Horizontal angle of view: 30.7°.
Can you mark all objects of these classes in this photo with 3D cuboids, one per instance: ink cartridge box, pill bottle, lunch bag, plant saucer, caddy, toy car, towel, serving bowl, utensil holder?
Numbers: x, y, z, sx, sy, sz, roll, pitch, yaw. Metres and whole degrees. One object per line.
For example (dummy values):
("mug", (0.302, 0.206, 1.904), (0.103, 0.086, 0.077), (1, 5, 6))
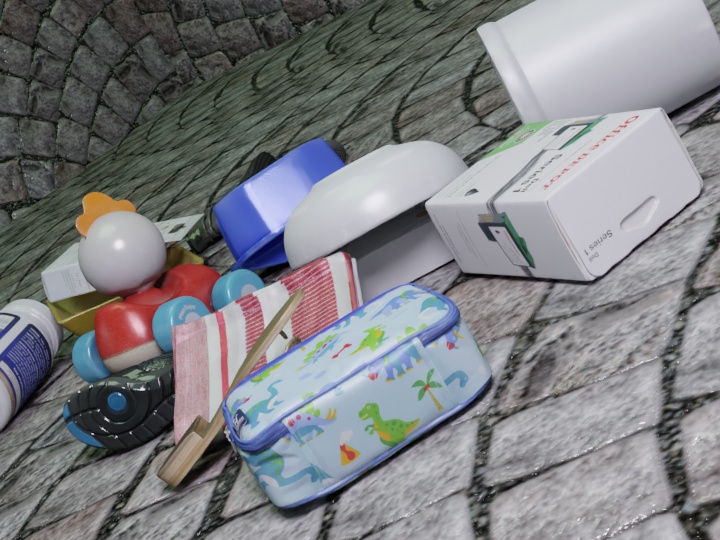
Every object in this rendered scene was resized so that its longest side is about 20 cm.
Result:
("ink cartridge box", (0.173, -0.066, 1.142), (0.146, 0.084, 0.200), (-38, 17, -21))
("pill bottle", (-0.467, 0.121, 1.697), (0.116, 0.116, 0.200), (-25, 17, 23))
("lunch bag", (-0.009, 0.091, 1.019), (0.200, 0.082, 0.161), (-32, 13, -4))
("plant saucer", (-0.309, 0.034, 1.745), (0.200, 0.048, 0.200), (-23, 14, -14))
("caddy", (-0.083, -0.068, 1.590), (0.200, 0.105, 0.141), (-34, -6, -8))
("ink cartridge box", (-0.318, -0.020, 1.797), (0.200, 0.047, 0.160), (-13, 14, 8))
("toy car", (-0.237, -0.001, 1.442), (0.184, 0.200, 0.177), (-19, 6, 42))
("towel", (-0.086, 0.074, 1.195), (0.200, 0.023, 0.144), (-25, 48, 17))
("serving bowl", (0.006, -0.074, 1.283), (0.200, 0.066, 0.200), (-28, 2, 1))
("utensil holder", (0.242, -0.212, 1.315), (0.200, 0.170, 0.170), (-26, 17, 8))

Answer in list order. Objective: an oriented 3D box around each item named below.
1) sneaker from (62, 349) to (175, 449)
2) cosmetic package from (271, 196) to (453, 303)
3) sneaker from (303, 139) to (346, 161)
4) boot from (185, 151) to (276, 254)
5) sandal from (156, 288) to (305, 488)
("sneaker", (-0.201, 0.122, 1.315), (0.200, 0.073, 0.082), (-19, 10, 12))
("cosmetic package", (0.000, 0.000, 1.324), (0.200, 0.051, 0.083), (-28, 17, 11))
("sneaker", (-0.072, -0.108, 1.774), (0.091, 0.078, 0.200), (8, 44, 42))
("boot", (-0.191, -0.103, 1.963), (0.131, 0.068, 0.200), (-30, 14, 25))
("sandal", (-0.087, 0.115, 1.128), (0.212, 0.070, 0.078), (-52, 6, 12))
